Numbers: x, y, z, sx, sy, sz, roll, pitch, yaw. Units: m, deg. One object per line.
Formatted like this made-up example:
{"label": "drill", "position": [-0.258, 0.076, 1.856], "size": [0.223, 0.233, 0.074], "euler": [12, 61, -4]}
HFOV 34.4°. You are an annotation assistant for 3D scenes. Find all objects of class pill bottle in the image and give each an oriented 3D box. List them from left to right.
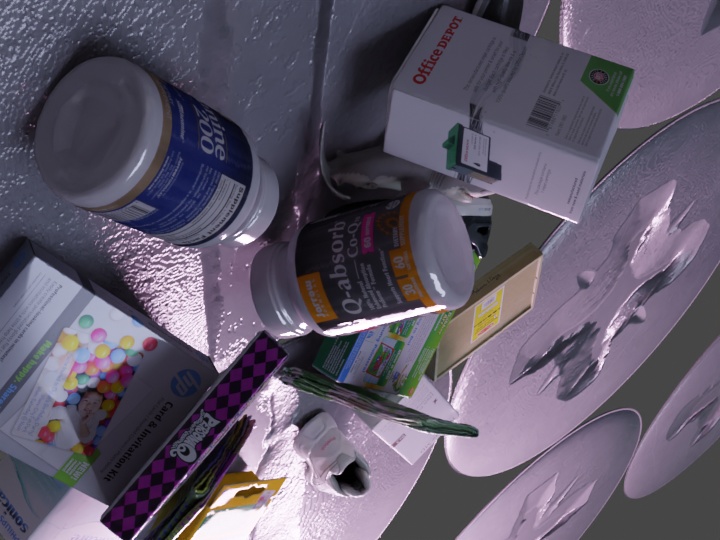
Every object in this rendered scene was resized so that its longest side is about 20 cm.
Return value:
{"label": "pill bottle", "position": [-0.147, -0.081, 0.908], "size": [0.111, 0.111, 0.200], "euler": [-52, 151, 8]}
{"label": "pill bottle", "position": [0.000, 0.000, 1.117], "size": [0.199, 0.118, 0.116], "euler": [-15, 164, 27]}

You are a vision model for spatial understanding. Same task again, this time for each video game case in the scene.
{"label": "video game case", "position": [-0.143, 0.145, 1.014], "size": [0.200, 0.036, 0.181], "euler": [-50, 180, -13]}

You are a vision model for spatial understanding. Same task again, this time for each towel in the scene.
{"label": "towel", "position": [-0.165, 0.214, 1.074], "size": [0.144, 0.023, 0.200], "euler": [-47, -177, 16]}
{"label": "towel", "position": [0.022, 0.153, 1.348], "size": [0.152, 0.199, 0.024], "euler": [21, 85, -60]}

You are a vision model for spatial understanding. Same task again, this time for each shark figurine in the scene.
{"label": "shark figurine", "position": [0.024, -0.118, 1.162], "size": [0.213, 0.128, 0.090], "euler": [3, 100, -34]}

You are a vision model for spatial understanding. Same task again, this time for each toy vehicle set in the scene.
{"label": "toy vehicle set", "position": [0.167, 0.058, 1.595], "size": [0.199, 0.026, 0.125], "euler": [-33, 148, -25]}

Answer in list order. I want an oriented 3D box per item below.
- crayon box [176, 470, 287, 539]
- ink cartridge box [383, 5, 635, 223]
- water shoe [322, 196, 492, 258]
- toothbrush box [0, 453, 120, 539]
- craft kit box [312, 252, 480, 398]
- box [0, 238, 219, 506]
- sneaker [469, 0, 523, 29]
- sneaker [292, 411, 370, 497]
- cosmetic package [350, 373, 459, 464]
{"label": "crayon box", "position": [-0.188, 0.312, 1.398], "size": [0.125, 0.052, 0.201], "euler": [7, 121, -56]}
{"label": "ink cartridge box", "position": [0.137, -0.149, 1.084], "size": [0.085, 0.198, 0.147], "euler": [99, 17, -48]}
{"label": "water shoe", "position": [0.055, -0.036, 1.220], "size": [0.198, 0.071, 0.080], "euler": [-8, 102, -24]}
{"label": "toothbrush box", "position": [-0.245, 0.177, 1.118], "size": [0.200, 0.085, 0.146], "euler": [-51, 152, 4]}
{"label": "craft kit box", "position": [0.048, 0.043, 1.358], "size": [0.197, 0.048, 0.201], "euler": [24, 93, -57]}
{"label": "box", "position": [-0.243, 0.091, 0.973], "size": [0.200, 0.041, 0.156], "euler": [38, 95, -34]}
{"label": "sneaker", "position": [0.159, -0.192, 1.186], "size": [0.075, 0.115, 0.201], "euler": [-28, 146, -31]}
{"label": "sneaker", "position": [-0.024, 0.266, 1.513], "size": [0.078, 0.099, 0.200], "euler": [-43, 151, -8]}
{"label": "cosmetic package", "position": [0.055, 0.180, 1.547], "size": [0.102, 0.074, 0.200], "euler": [-46, 150, -2]}
